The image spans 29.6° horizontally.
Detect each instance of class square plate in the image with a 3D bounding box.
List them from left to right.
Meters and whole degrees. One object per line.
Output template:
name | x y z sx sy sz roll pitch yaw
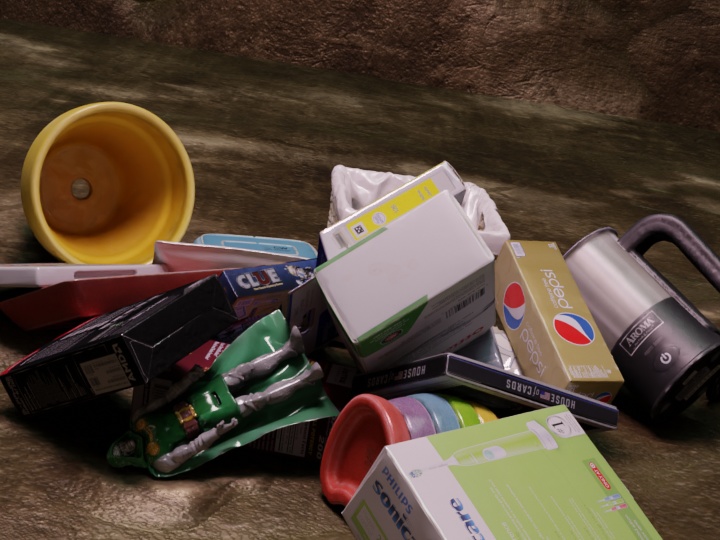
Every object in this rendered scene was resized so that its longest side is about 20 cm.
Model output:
square plate | -0.140 0.007 1.543 0.195 0.029 0.200 7 -11 -10

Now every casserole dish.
casserole dish | -0.128 -0.011 1.708 0.197 0.039 0.121 5 19 -16

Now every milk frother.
milk frother | 0.328 0.058 1.511 0.188 0.180 0.200 49 -8 27

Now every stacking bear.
stacking bear | 0.084 0.163 1.170 0.198 0.115 0.121 4 19 -30

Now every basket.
basket | 0.055 -0.012 1.589 0.197 0.163 0.199 7 19 -7

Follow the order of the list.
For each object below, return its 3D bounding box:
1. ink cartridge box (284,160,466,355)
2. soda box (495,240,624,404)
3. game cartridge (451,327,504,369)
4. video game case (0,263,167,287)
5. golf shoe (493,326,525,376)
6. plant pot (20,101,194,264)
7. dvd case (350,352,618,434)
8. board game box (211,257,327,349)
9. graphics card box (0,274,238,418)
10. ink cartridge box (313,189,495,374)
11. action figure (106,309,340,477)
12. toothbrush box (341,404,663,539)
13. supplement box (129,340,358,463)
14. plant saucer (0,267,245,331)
ink cartridge box | 0.000 0.000 1.318 0.198 0.198 0.047 -27 70 -17
soda box | 0.195 0.061 1.396 0.063 0.068 0.201 2 43 -21
game cartridge | 0.070 0.063 1.405 0.132 0.041 0.201 -25 38 10
video game case | -0.337 0.004 1.448 0.198 0.023 0.181 0 1 37
golf shoe | 0.162 0.113 1.417 0.197 0.079 0.097 4 25 -13
plant pot | -0.322 -0.099 1.654 0.198 0.204 0.188 0 4 -26
dvd case | 0.112 0.120 1.237 0.198 0.025 0.150 20 -22 -29
board game box | -0.086 0.043 1.408 0.198 0.136 0.035 -8 57 -43
graphics card box | -0.215 0.068 1.204 0.199 0.051 0.125 -19 10 42
ink cartridge box | 0.046 0.027 1.261 0.084 0.145 0.200 57 -6 19
action figure | -0.130 0.120 1.187 0.198 0.055 0.119 -28 61 -14
toothbrush box | 0.110 0.196 1.023 0.198 0.087 0.146 -6 50 -42
supplement box | -0.106 0.118 1.280 0.197 0.062 0.109 11 17 2
plant saucer | -0.247 0.033 1.406 0.198 0.037 0.199 -5 -5 -36
